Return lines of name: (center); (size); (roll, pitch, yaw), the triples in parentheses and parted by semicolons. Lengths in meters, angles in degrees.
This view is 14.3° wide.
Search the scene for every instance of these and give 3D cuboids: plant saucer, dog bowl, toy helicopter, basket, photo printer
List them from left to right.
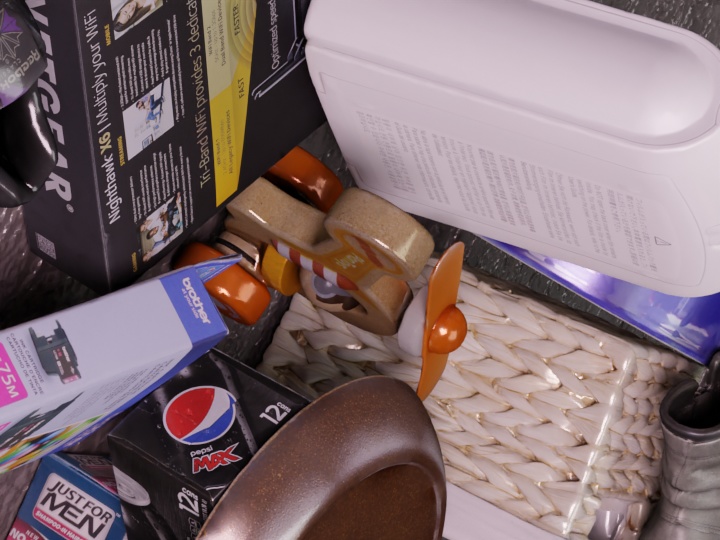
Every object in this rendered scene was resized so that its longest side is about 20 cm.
plant saucer: (-0.020, 0.143, 1.273); (0.200, 0.032, 0.201); (-40, 147, -33)
toy helicopter: (0.000, 0.000, 1.262); (0.079, 0.132, 0.200); (-55, -174, -11)
basket: (0.058, 0.066, 1.427); (0.135, 0.199, 0.124); (16, 96, -63)
photo printer: (0.085, -0.061, 1.240); (0.070, 0.199, 0.167); (-66, 160, -18)
dog bowl: (0.114, -0.032, 1.418); (0.079, 0.200, 0.200); (-60, 153, 4)

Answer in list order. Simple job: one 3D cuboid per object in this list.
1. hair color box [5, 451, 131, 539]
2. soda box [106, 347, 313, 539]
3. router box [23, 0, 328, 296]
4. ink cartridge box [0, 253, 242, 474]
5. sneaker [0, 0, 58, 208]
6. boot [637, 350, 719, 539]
hair color box: (-0.140, 0.188, 1.345); (0.100, 0.060, 0.201); (9, 107, -62)
soda box: (-0.059, 0.130, 1.294); (0.071, 0.063, 0.201); (-43, 147, -30)
router box: (-0.076, -0.109, 1.181); (0.157, 0.052, 0.201); (-41, 147, -32)
ink cartridge box: (-0.138, 0.052, 1.182); (0.119, 0.042, 0.200); (-35, 174, 38)
sneaker: (-0.148, -0.105, 1.025); (0.076, 0.087, 0.201); (-45, 149, -26)
boot: (0.192, 0.095, 1.407); (0.200, 0.067, 0.131); (-28, 133, -59)
